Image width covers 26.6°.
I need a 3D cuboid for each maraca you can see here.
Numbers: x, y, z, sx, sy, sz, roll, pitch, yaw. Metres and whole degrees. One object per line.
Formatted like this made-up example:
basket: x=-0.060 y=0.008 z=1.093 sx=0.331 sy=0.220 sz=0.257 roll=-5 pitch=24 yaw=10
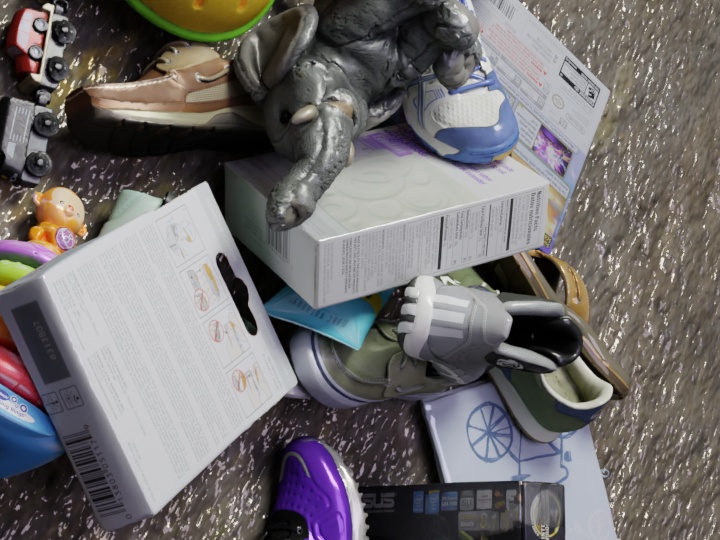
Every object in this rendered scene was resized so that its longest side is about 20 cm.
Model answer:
maraca: x=-0.135 y=-0.250 z=1.064 sx=0.200 sy=0.107 sz=0.138 roll=43 pitch=68 yaw=-25

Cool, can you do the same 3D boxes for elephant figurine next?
elephant figurine: x=-0.022 y=-0.136 z=1.075 sx=0.141 sy=0.155 sz=0.200 roll=44 pitch=93 yaw=9

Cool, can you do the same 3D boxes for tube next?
tube: x=0.000 y=0.000 z=1.144 sx=0.200 sy=0.077 sz=0.051 roll=-49 pitch=151 yaw=-55

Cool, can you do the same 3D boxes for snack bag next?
snack bag: x=0.140 y=0.185 z=1.283 sx=0.187 sy=0.021 sz=0.202 roll=-13 pitch=88 yaw=-40

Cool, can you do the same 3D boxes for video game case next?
video game case: x=0.112 y=-0.138 z=1.300 sx=0.200 sy=0.045 sz=0.182 roll=39 pitch=60 yaw=-27

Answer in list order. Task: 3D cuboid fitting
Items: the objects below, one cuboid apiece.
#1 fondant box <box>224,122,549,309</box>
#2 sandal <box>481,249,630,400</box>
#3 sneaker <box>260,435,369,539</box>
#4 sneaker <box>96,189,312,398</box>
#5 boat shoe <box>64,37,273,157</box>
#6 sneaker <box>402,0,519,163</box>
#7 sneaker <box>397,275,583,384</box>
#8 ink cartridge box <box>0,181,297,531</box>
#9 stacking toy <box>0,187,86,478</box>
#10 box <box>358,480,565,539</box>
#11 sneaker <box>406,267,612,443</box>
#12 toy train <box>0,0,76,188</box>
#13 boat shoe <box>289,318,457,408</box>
fondant box: x=0.017 y=-0.048 z=1.122 sx=0.199 sy=0.144 sz=0.059 roll=-14 pitch=122 yaw=-28
sandal: x=0.167 y=0.026 z=1.285 sx=0.054 sy=0.080 sz=0.200 roll=-46 pitch=106 yaw=-16
sneaker: x=-0.051 y=0.222 z=1.096 sx=0.099 sy=0.069 sz=0.202 roll=1 pitch=82 yaw=-36
sneaker: x=-0.101 y=0.015 z=1.084 sx=0.199 sy=0.074 sz=0.119 roll=27 pitch=73 yaw=-30
boat shoe: x=-0.127 y=-0.126 z=1.098 sx=0.199 sy=0.075 sz=0.075 roll=-5 pitch=80 yaw=-47
sneaker: x=0.061 y=-0.166 z=1.151 sx=0.075 sy=0.089 sz=0.201 roll=-16 pitch=50 yaw=-15
sneaker: x=0.110 y=0.051 z=1.099 sx=0.200 sy=0.114 sz=0.076 roll=12 pitch=86 yaw=-67
ink cartridge box: x=-0.132 y=0.049 z=0.987 sx=0.164 sy=0.057 sz=0.200 roll=66 pitch=26 yaw=-10
stacking toy: x=-0.221 y=0.025 z=0.986 sx=0.116 sy=0.109 sz=0.201 roll=38 pitch=51 yaw=-25
box: x=0.065 y=0.236 z=1.102 sx=0.049 sy=0.199 sz=0.163 roll=11 pitch=76 yaw=-38
sneaker: x=0.129 y=0.049 z=1.239 sx=0.201 sy=0.090 sz=0.067 roll=50 pitch=50 yaw=-10
toy train: x=-0.222 y=-0.156 z=1.048 sx=0.045 sy=0.034 sz=0.202 roll=14 pitch=74 yaw=-25
boat shoe: x=0.021 y=0.062 z=1.149 sx=0.199 sy=0.062 sz=0.073 roll=6 pitch=65 yaw=-58
